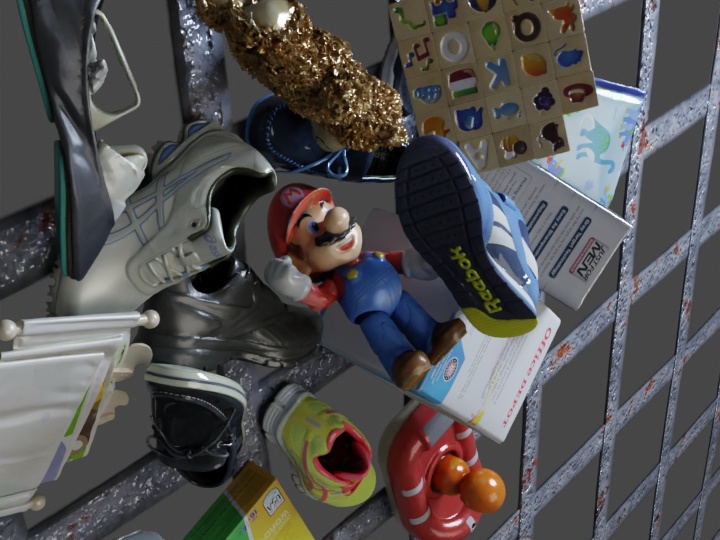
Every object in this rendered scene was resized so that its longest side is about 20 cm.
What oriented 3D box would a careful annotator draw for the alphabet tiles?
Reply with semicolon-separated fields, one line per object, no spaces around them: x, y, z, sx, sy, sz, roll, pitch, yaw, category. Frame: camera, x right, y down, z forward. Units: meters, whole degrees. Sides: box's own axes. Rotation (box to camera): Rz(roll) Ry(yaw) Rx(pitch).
0.120;-0.192;0.879;0.006;0.165;0.202;-88;163;-75;alphabet tiles

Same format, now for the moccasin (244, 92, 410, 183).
-0.010;-0.115;0.850;0.199;0.068;0.081;-3;110;-49;moccasin

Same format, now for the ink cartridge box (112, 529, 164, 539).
-0.178;0.341;0.807;0.084;0.144;0.202;-8;114;-47;ink cartridge box

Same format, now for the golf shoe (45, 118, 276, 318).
-0.142;-0.022;0.711;0.201;0.097;0.078;-54;143;-15;golf shoe

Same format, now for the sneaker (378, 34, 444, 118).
0.104;-0.218;0.909;0.201;0.108;0.070;-56;141;-15;sneaker

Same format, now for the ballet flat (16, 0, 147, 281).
-0.175;-0.091;0.639;0.073;0.073;0.202;-22;117;-44;ballet flat

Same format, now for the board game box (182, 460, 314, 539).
-0.110;0.305;0.961;0.153;0.040;0.201;-48;139;-24;board game box

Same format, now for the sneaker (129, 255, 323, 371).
-0.097;0.033;0.818;0.199;0.075;0.092;2;100;-54;sneaker

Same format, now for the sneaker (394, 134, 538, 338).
0.092;-0.036;0.816;0.201;0.073;0.083;59;37;-31;sneaker

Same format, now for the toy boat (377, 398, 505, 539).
0.108;0.238;1.124;0.130;0.130;0.201;-42;136;-29;toy boat

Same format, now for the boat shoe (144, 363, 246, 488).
-0.129;0.125;0.775;0.200;0.074;0.063;91;9;-64;boat shoe

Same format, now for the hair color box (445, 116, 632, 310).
0.149;-0.057;0.952;0.101;0.199;0.061;-58;-172;11;hair color box

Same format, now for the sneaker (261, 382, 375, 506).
-0.022;0.191;0.973;0.079;0.090;0.200;-57;143;-17;sneaker

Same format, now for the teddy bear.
-0.044;-0.142;0.723;0.067;0.144;0.200;-63;158;-2;teddy bear

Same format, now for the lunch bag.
0.168;-0.132;1.022;0.198;0.127;0.172;6;104;-26;lunch bag

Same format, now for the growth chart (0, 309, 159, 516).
-0.228;0.106;0.686;0.144;0.018;0.201;9;119;-55;growth chart

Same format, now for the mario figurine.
0.000;0.000;0.826;0.106;0.200;0.123;-47;171;19;mario figurine

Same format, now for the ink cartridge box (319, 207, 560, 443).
0.080;0.059;0.987;0.200;0.145;0.148;37;78;-52;ink cartridge box
